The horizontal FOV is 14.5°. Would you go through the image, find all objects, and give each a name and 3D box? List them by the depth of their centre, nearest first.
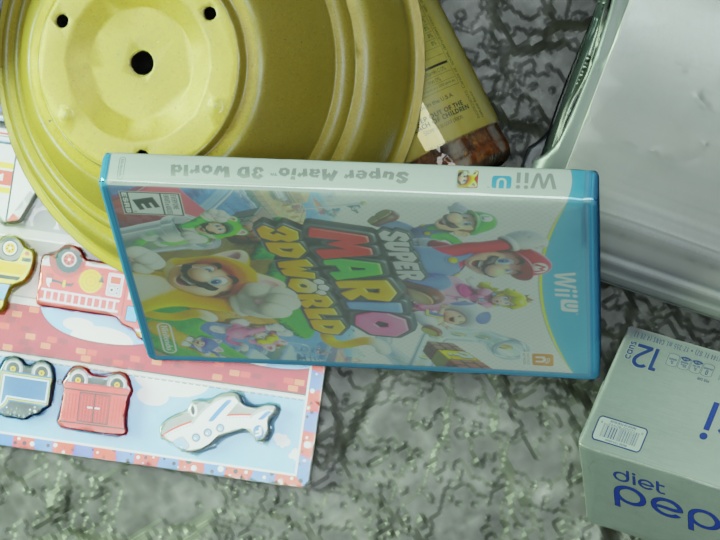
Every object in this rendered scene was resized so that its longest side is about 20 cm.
[{"bbox_3d":[0.000,0.000,1.177,0.198,0.143,0.018,2,58,7],"label":"video game case"},{"bbox_3d":[0.194,0.092,1.178,0.199,0.068,0.064,17,60,18],"label":"soda box"},{"bbox_3d":[-0.078,-0.087,1.190,0.199,0.083,0.202,1,95,17],"label":"planter bowl"},{"bbox_3d":[0.142,-0.059,1.207,0.128,0.114,0.201,21,95,0],"label":"toaster"},{"bbox_3d":[-0.004,-0.125,1.241,0.066,0.066,0.201,-27,85,1],"label":"sauce bottle"},{"bbox_3d":[-0.111,0.008,1.262,0.198,0.017,0.152,8,88,2],"label":"puzzle board"}]
